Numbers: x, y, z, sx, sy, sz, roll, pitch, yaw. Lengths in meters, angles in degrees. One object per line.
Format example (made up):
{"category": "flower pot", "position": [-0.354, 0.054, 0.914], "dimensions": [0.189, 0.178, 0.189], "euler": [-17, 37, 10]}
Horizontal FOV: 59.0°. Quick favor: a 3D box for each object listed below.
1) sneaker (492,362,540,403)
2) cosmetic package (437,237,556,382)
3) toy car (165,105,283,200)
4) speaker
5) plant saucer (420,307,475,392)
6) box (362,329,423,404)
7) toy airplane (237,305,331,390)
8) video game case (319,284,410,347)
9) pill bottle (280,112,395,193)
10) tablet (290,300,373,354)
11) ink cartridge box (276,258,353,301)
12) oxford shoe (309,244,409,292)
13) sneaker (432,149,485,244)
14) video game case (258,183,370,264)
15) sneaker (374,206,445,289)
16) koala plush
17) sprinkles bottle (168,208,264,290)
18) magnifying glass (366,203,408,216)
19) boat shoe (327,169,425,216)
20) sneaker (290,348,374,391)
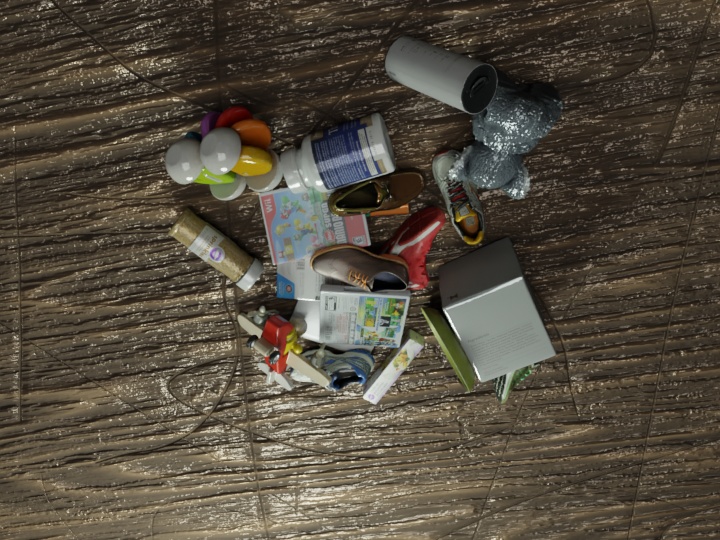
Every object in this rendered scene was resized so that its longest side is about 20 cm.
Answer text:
{"category": "sneaker", "position": [0.356, 0.219, 1.418], "dimensions": [0.088, 0.077, 0.201], "euler": [8, 121, -11]}
{"category": "cosmetic package", "position": [0.272, 0.079, 1.289], "dimensions": [0.165, 0.168, 0.201], "euler": [-23, 116, 15]}
{"category": "toy car", "position": [-0.249, -0.224, 1.171], "dimensions": [0.198, 0.175, 0.152], "euler": [-8, 77, 29]}
{"category": "speaker", "position": [0.131, -0.327, 1.057], "dimensions": [0.081, 0.200, 0.082], "euler": [-22, 130, -29]}
{"category": "plant saucer", "position": [0.187, 0.158, 1.325], "dimensions": [0.031, 0.200, 0.201], "euler": [-29, 114, 0]}
{"category": "box", "position": [0.073, 0.220, 1.448], "dimensions": [0.038, 0.042, 0.201], "euler": [30, 117, -12]}
{"category": "toy airplane", "position": [-0.164, 0.164, 1.377], "dimensions": [0.200, 0.141, 0.198], "euler": [51, 153, -21]}
{"category": "video game case", "position": [0.004, 0.099, 1.338], "dimensions": [0.180, 0.022, 0.201], "euler": [4, 142, -2]}
{"category": "pill bottle", "position": [-0.042, -0.211, 1.182], "dimensions": [0.198, 0.111, 0.112], "euler": [-15, 117, 11]}
{"category": "tablet", "position": [-0.053, 0.118, 1.415], "dimensions": [0.198, 0.014, 0.131], "euler": [21, 118, -7]}
{"category": "ink cartridge box", "position": [-0.071, 0.000, 1.321], "dimensions": [0.198, 0.068, 0.117], "euler": [5, 118, 1]}
{"category": "oxford shoe", "position": [0.000, 0.000, 1.234], "dimensions": [0.198, 0.073, 0.072], "euler": [5, 123, -6]}
{"category": "sneaker", "position": [0.197, -0.140, 1.223], "dimensions": [0.077, 0.082, 0.201], "euler": [-22, 114, 15]}
{"category": "video game case", "position": [-0.089, -0.101, 1.254], "dimensions": [0.198, 0.017, 0.144], "euler": [-11, 94, 1]}
{"category": "sneaker", "position": [0.122, -0.038, 1.298], "dimensions": [0.115, 0.079, 0.200], "euler": [35, 127, -24]}
{"category": "koala plush", "position": [0.247, -0.229, 1.122], "dimensions": [0.176, 0.184, 0.201], "euler": [16, 122, -5]}
{"category": "sprinkles bottle", "position": [-0.295, -0.042, 1.311], "dimensions": [0.199, 0.068, 0.068], "euler": [38, 114, -16]}
{"category": "magnifying glass", "position": [-0.002, -0.120, 1.280], "dimensions": [0.198, 0.022, 0.080], "euler": [-4, 118, 4]}
{"category": "boat shoe", "position": [0.037, -0.143, 1.211], "dimensions": [0.198, 0.068, 0.073], "euler": [-20, 97, -7]}
{"category": "sneaker", "position": [-0.070, 0.227, 1.428], "dimensions": [0.198, 0.085, 0.078], "euler": [-9, 121, 15]}
